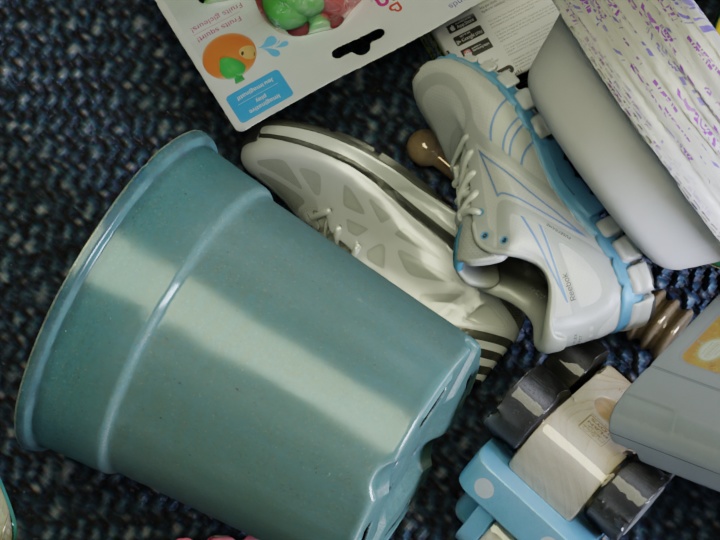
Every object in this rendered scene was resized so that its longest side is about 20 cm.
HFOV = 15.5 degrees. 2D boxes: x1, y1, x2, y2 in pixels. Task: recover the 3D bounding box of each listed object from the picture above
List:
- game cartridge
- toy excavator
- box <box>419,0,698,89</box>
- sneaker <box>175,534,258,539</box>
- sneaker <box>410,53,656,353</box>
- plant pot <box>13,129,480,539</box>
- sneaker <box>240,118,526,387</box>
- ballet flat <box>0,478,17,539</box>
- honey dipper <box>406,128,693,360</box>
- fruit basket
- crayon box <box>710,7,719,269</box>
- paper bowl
[{"bbox_3d":[0.245,0.049,1.441,0.133,0.042,0.200,16,45,39],"label":"game cartridge"},{"bbox_3d":[0.080,0.154,1.487,0.100,0.200,0.194,41,31,10],"label":"toy excavator"},{"bbox_3d":[0.126,-0.187,1.622,0.200,0.035,0.110,-27,76,-11],"label":"box"},{"bbox_3d":[-0.126,0.198,1.475,0.199,0.079,0.096,-4,85,-3],"label":"sneaker"},{"bbox_3d":[0.078,-0.038,1.489,0.086,0.075,0.200,-25,65,-25],"label":"sneaker"},{"bbox_3d":[-0.052,0.058,1.443,0.196,0.200,0.201,29,73,10],"label":"plant pot"},{"bbox_3d":[0.000,0.000,1.536,0.200,0.076,0.116,30,72,3],"label":"sneaker"},{"bbox_3d":[-0.252,0.078,1.496,0.062,0.067,0.200,-11,71,-44],"label":"ballet flat"},{"bbox_3d":[0.108,-0.020,1.573,0.200,0.038,0.038,37,74,12],"label":"honey dipper"},{"bbox_3d":[-0.039,-0.199,1.567,0.185,0.094,0.200,-28,55,-7],"label":"fruit basket"},{"bbox_3d":[0.287,-0.068,1.584,0.199,0.058,0.173,22,74,4],"label":"crayon box"},{"bbox_3d":[0.168,-0.082,1.452,0.104,0.201,0.201,-37,78,10],"label":"paper bowl"}]
